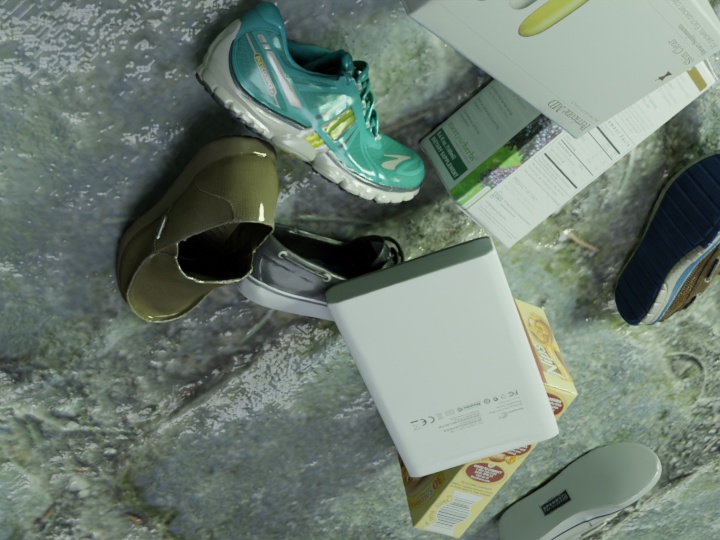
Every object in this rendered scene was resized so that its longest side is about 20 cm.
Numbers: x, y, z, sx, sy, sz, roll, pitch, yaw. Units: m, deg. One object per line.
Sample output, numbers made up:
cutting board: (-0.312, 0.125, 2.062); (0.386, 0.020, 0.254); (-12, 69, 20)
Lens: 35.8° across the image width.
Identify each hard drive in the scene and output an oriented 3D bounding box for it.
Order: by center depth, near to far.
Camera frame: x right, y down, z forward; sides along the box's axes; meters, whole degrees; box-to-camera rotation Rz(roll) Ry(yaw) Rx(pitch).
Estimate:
hard drive: (0.069, 0.075, 0.880); (0.131, 0.026, 0.200); (-18, 125, 9)

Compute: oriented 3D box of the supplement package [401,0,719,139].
supplement package: (0.099, -0.192, 0.631); (0.111, 0.156, 0.200); (-31, 151, 26)

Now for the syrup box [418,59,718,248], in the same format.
syrup box: (0.151, -0.118, 0.824); (0.200, 0.079, 0.081); (-40, 135, 15)

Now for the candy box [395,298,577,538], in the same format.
candy box: (0.107, 0.135, 1.016); (0.055, 0.116, 0.200); (19, 123, -24)

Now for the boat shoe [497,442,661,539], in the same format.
boat shoe: (0.251, 0.262, 1.247); (0.200, 0.072, 0.066); (-37, 140, 13)

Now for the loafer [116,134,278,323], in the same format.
loafer: (-0.119, -0.014, 0.786); (0.076, 0.068, 0.200); (6, 143, -29)

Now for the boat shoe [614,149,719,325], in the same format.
boat shoe: (0.299, -0.031, 0.992); (0.072, 0.072, 0.200); (-5, 143, -27)

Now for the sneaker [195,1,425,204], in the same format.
sneaker: (-0.018, -0.108, 0.762); (0.200, 0.078, 0.080); (29, 106, -41)

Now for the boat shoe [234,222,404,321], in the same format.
boat shoe: (0.000, 0.000, 0.882); (0.199, 0.070, 0.066); (13, 127, -25)
